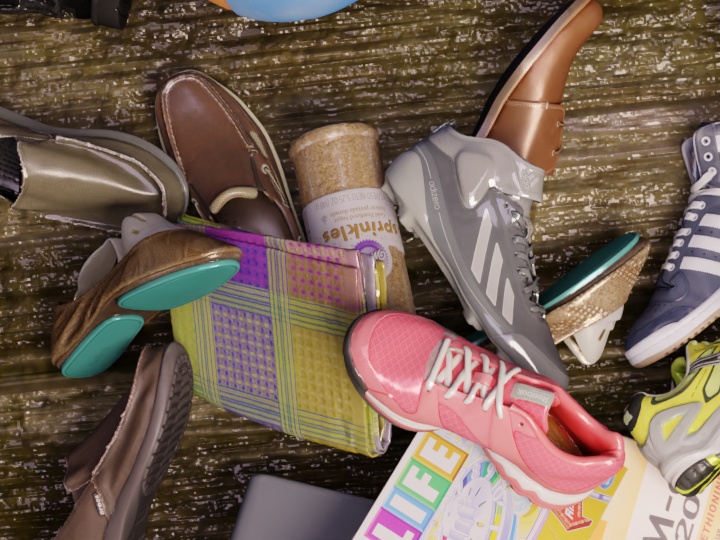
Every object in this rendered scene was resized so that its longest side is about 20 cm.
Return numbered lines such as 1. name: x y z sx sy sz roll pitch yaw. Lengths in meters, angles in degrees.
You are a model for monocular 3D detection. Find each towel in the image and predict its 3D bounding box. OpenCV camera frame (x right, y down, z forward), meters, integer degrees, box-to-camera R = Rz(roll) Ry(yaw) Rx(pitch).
1. towel: -0.056 0.042 1.297 0.199 0.023 0.145 11 114 41

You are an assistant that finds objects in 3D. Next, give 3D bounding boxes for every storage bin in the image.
1. storage bin: -0.016 0.223 1.311 0.198 0.146 0.135 12 77 3

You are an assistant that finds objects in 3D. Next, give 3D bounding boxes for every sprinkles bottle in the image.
1. sprinkles bottle: 0.000 0.000 1.333 0.068 0.068 0.202 -13 73 1

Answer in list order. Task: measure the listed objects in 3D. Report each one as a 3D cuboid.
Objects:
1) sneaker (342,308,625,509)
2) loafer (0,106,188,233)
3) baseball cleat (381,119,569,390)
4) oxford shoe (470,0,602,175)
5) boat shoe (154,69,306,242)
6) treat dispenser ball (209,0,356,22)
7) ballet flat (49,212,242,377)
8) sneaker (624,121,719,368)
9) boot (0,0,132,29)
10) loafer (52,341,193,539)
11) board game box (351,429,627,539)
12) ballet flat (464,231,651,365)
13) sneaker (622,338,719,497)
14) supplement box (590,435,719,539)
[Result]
1. sneaker: 0.085 0.077 1.205 0.199 0.087 0.074 31 63 -14
2. loafer: -0.220 -0.064 1.354 0.198 0.070 0.076 14 119 9
3. baseball cleat: 0.099 -0.013 1.287 0.106 0.070 0.201 -37 80 8
4. oxford shoe: 0.121 -0.108 1.358 0.071 0.071 0.201 32 99 -1
5. boat shoe: -0.085 -0.056 1.355 0.074 0.075 0.203 -31 86 0
6. treat dispenser ball: -0.054 -0.272 1.305 0.199 0.201 0.203 0 86 2
7. ballet flat: -0.157 0.005 1.322 0.067 0.200 0.073 2 63 -40
8. sneaker: 0.238 -0.030 1.343 0.200 0.070 0.109 -41 88 -5
9. boot: -0.233 -0.281 1.374 0.156 0.079 0.213 10 87 3
10. loafer: -0.176 0.139 1.339 0.070 0.073 0.201 22 96 9
11. board game box: 0.070 0.180 1.248 0.134 0.034 0.201 30 65 6
12. ballet flat: 0.130 0.050 1.349 0.199 0.071 0.066 -33 95 8
13. sneaker: 0.260 0.068 1.304 0.076 0.076 0.200 43 54 17
14. supplement box: 0.233 0.197 1.327 0.198 0.074 0.127 17 87 4
